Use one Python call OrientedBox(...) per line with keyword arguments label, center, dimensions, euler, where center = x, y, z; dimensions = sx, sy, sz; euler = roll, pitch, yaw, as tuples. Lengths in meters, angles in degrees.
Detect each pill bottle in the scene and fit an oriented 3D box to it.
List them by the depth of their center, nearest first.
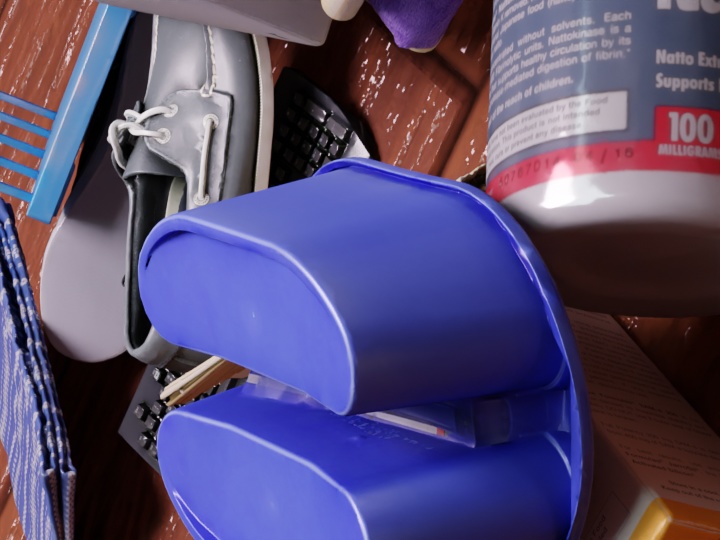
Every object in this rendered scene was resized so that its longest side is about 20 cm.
OrientedBox(label="pill bottle", center=(0.106, -0.095, 0.925), dimensions=(0.119, 0.119, 0.201), euler=(-21, 60, 52))

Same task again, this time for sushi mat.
OrientedBox(label="sushi mat", center=(0.000, 0.000, 1.089), dimensions=(0.200, 0.096, 0.012), euler=(-36, 86, 45))

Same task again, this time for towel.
OrientedBox(label="towel", center=(-0.173, 0.077, 1.332), dimensions=(0.145, 0.024, 0.201), euler=(97, 160, -44))

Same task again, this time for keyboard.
OrientedBox(label="keyboard", center=(-0.068, -0.004, 1.237), dimensions=(0.127, 0.021, 0.201), euler=(42, 112, 44))

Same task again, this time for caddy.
OrientedBox(label="caddy", center=(0.006, 0.038, 0.906), dimensions=(0.200, 0.104, 0.142), euler=(19, 116, 58))

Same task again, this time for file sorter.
OrientedBox(label="file sorter", center=(-0.180, -0.132, 1.325), dimensions=(0.200, 0.122, 0.139), euler=(-99, 32, -74))

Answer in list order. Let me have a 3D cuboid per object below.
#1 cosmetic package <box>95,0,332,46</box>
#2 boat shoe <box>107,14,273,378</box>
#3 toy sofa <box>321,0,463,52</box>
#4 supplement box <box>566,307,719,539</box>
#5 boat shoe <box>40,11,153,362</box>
OrientedBox(label="cosmetic package", center=(-0.081, -0.214, 1.107), dimensions=(0.199, 0.122, 0.201), euler=(17, 91, 57))
OrientedBox(label="boat shoe", center=(-0.080, -0.051, 1.190), dimensions=(0.073, 0.061, 0.201), euler=(-15, 76, 58))
OrientedBox(label="toy sofa", center=(0.045, -0.187, 1.001), dimensions=(0.200, 0.097, 0.083), euler=(-53, 2, -14))
OrientedBox(label="supplement box", center=(0.065, 0.090, 0.957), dimensions=(0.127, 0.073, 0.200), euler=(-63, 34, 20))
OrientedBox(label="boat shoe", center=(-0.107, -0.052, 1.304), dimensions=(0.057, 0.068, 0.201), euler=(-115, 44, -77))
